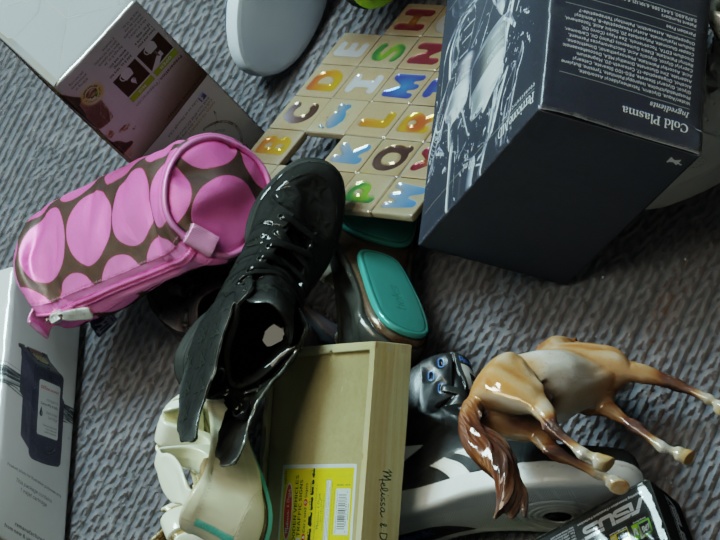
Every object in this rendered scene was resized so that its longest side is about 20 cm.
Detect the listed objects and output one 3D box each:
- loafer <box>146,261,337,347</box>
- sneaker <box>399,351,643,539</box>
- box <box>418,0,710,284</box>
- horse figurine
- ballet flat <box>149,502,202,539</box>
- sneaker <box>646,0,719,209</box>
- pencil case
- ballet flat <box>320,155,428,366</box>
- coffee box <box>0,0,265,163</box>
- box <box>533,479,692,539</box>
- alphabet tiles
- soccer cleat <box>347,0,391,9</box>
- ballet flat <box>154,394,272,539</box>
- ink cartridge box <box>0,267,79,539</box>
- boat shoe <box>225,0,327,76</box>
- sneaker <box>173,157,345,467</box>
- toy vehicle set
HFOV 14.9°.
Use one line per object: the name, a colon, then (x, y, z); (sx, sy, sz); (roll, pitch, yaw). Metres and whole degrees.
loafer: (-0.076, 0.027, 1.787); (0.200, 0.063, 0.072); (27, 81, 42)
sneaker: (0.076, 0.096, 1.631); (0.199, 0.073, 0.112); (-12, 59, 31)
box: (0.122, -0.120, 1.637); (0.200, 0.104, 0.183); (130, 151, -59)
horse figurine: (0.117, 0.078, 1.553); (0.132, 0.200, 0.050); (29, 120, 31)
ballet flat: (-0.117, 0.185, 1.723); (0.200, 0.065, 0.071); (-43, 46, 6)
sneaker: (0.214, -0.124, 1.633); (0.200, 0.115, 0.074); (-36, 51, 15)
pencil case: (-0.144, -0.020, 1.778); (0.200, 0.091, 0.094); (-26, 28, 49)
ballet flat: (0.000, 0.000, 1.738); (0.069, 0.068, 0.201); (-55, 22, 32)
coffee box: (-0.149, -0.121, 1.832); (0.080, 0.200, 0.113); (-47, 46, -2)
box: (0.114, 0.244, 1.538); (0.199, 0.047, 0.194); (-31, 53, 17)
alphabet tiles: (0.020, -0.107, 1.785); (0.167, 0.008, 0.200); (7, 48, 39)
soccer cleat: (0.017, -0.260, 1.894); (0.081, 0.067, 0.201); (-8, 53, 43)
ballet flat: (-0.095, 0.108, 1.686); (0.069, 0.069, 0.200); (-40, 23, 9)
ink cartridge box: (-0.274, 0.114, 1.863); (0.144, 0.084, 0.201); (-16, 56, 27)
boat shoe: (-0.069, -0.237, 1.916); (0.086, 0.074, 0.203); (12, 96, 58)
sneaker: (-0.055, 0.021, 1.648); (0.200, 0.060, 0.104); (-59, 16, -9)
toy vehicle set: (-0.020, 0.145, 1.634); (0.124, 0.026, 0.201); (-5, 78, 58)
